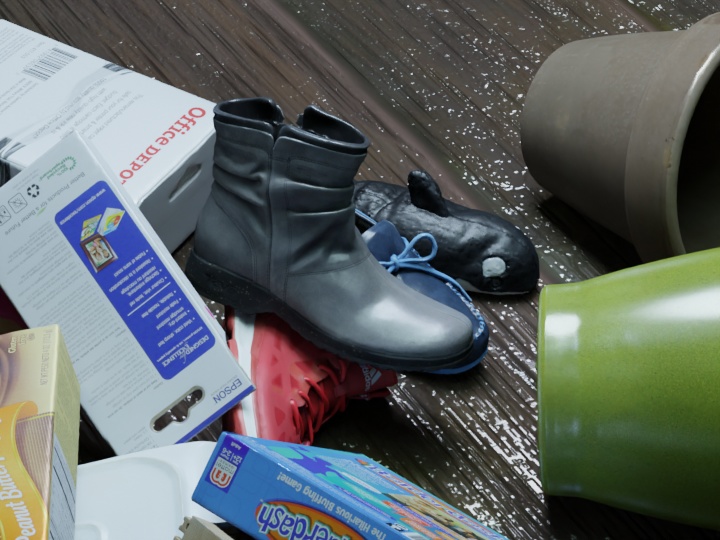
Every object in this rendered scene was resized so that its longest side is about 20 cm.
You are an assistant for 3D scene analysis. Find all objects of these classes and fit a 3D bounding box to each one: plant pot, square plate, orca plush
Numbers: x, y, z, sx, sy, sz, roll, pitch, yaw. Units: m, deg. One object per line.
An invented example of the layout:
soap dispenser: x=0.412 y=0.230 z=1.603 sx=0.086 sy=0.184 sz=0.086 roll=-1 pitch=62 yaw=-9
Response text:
plant pot: x=0.204 y=0.073 z=1.348 sx=0.191 sy=0.202 sz=0.201 roll=-1 pitch=37 yaw=6
plant pot: x=0.212 y=-0.097 z=1.572 sx=0.174 sy=0.202 sz=0.200 roll=19 pitch=35 yaw=41
square plate: x=-0.167 y=0.173 z=1.214 sx=0.196 sy=0.029 sz=0.201 roll=-11 pitch=37 yaw=0
orca plush: x=0.038 y=-0.050 z=1.551 sx=0.199 sy=0.071 sz=0.105 roll=32 pitch=43 yaw=27

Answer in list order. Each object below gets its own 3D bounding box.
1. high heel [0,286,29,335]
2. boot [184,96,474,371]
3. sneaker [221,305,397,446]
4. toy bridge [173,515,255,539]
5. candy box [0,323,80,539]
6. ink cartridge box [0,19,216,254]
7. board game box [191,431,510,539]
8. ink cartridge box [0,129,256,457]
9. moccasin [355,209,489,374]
high heel: x=-0.254 y=0.062 z=1.359 sx=0.198 sy=0.068 sz=0.097 roll=-6 pitch=44 yaw=-6
boot: x=-0.012 y=-0.024 z=1.362 sx=0.199 sy=0.133 sz=0.070 roll=18 pitch=24 yaw=7
sneaker: x=-0.029 y=0.074 z=1.374 sx=0.115 sy=0.079 sz=0.201 roll=2 pitch=39 yaw=-7
toy bridge: x=-0.032 y=0.166 z=1.214 sx=0.199 sy=0.027 sz=0.067 roll=24 pitch=5 yaw=-46
candy box: x=-0.220 y=0.120 z=1.224 sx=0.115 sy=0.056 sz=0.201 roll=-12 pitch=38 yaw=4
ink cartridge box: x=-0.209 y=-0.081 z=1.527 sx=0.199 sy=0.086 sz=0.147 roll=24 pitch=40 yaw=16
board game box: x=0.015 y=0.149 z=1.222 sx=0.151 sy=0.045 sz=0.200 roll=28 pitch=3 yaw=24
ink cartridge box: x=-0.152 y=0.021 z=1.335 sx=0.094 sy=0.037 sz=0.201 roll=-37 pitch=75 yaw=3
moccasin: x=0.000 y=0.000 z=1.477 sx=0.199 sy=0.069 sz=0.080 roll=29 pitch=48 yaw=24
